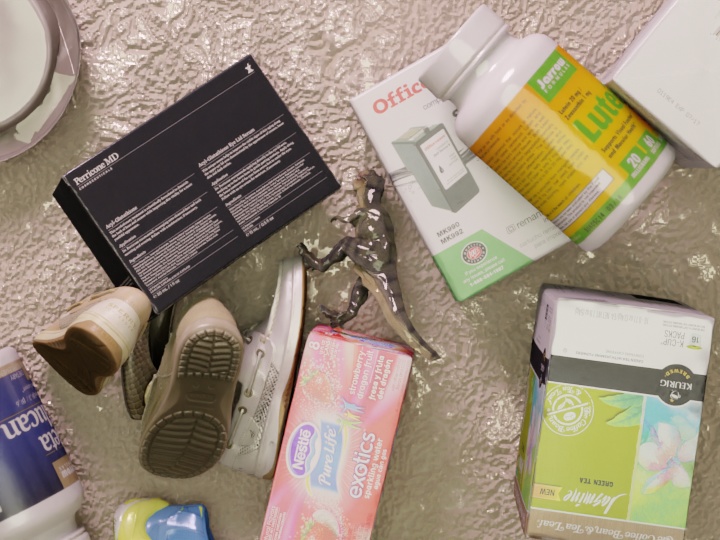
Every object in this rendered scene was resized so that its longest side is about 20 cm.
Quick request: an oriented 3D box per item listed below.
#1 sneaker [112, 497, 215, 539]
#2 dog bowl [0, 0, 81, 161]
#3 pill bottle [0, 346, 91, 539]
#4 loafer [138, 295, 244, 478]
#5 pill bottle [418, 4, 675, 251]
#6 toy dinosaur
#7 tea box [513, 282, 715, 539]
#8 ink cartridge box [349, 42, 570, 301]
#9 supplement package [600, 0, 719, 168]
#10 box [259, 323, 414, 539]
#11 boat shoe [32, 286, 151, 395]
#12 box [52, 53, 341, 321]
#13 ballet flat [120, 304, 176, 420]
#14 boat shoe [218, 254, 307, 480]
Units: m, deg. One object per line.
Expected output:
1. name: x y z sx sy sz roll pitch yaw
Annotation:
1. sneaker: -0.157 0.298 1.657 0.104 0.076 0.201 -9 92 2
2. dog bowl: -0.338 -0.193 1.651 0.199 0.059 0.202 0 92 2
3. pill bottle: -0.309 0.178 1.641 0.111 0.111 0.201 -26 92 4
4. loafer: -0.141 0.101 1.611 0.075 0.069 0.201 14 130 -13
5. pill bottle: 0.147 -0.120 1.521 0.200 0.111 0.111 41 94 -1
6. toy dinosaur: 0.000 0.000 1.609 0.088 0.047 0.201 -22 63 11
7. tea box: 0.207 0.120 1.569 0.133 0.200 0.198 6 93 2
8. ink cartridge box: 0.097 -0.095 1.621 0.145 0.084 0.201 -30 91 3
9. supplement package: 0.274 -0.160 1.552 0.114 0.200 0.110 40 94 -1
10. box: -0.020 0.156 1.631 0.094 0.103 0.201 13 94 2
11. boat shoe: -0.226 0.056 1.604 0.072 0.200 0.065 43 67 -8
12. box: -0.140 -0.069 1.605 0.200 0.079 0.142 -35 93 -19
13. ballet flat: -0.175 0.033 1.652 0.046 0.067 0.201 6 87 11
14. boat shoe: -0.089 0.081 1.646 0.069 0.071 0.201 11 95 2
